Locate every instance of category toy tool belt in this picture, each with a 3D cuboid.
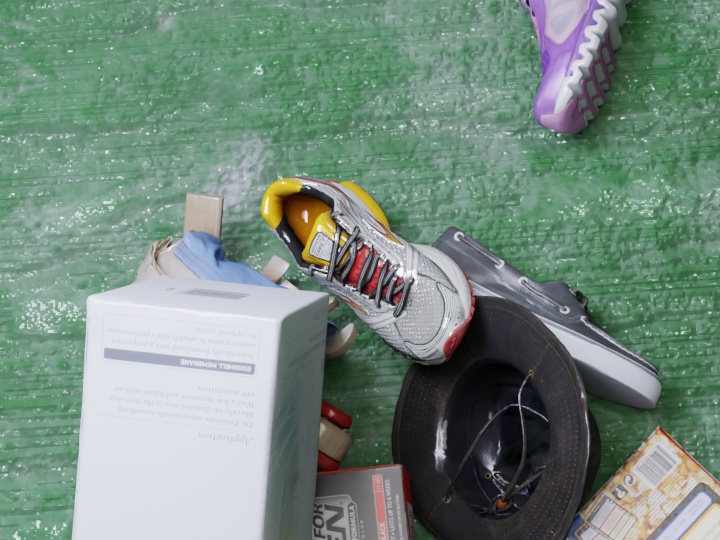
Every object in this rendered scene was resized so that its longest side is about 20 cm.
[{"bbox_3d":[-0.069,0.039,1.414,0.199,0.125,0.123,32,86,12],"label":"toy tool belt"}]

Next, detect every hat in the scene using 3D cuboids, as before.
[{"bbox_3d":[0.113,0.115,1.388,0.081,0.200,0.202,4,68,-38],"label":"hat"}]

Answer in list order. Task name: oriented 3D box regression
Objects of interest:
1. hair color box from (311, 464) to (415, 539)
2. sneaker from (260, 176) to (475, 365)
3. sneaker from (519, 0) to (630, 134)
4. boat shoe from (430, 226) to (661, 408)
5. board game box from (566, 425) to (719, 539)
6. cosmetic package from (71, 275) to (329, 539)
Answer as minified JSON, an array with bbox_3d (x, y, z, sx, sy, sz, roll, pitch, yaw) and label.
[{"bbox_3d":[-0.061,0.197,1.389,0.199,0.061,0.102,-8,77,5],"label":"hair color box"},{"bbox_3d":[0.000,0.000,1.408,0.200,0.082,0.078,38,107,37],"label":"sneaker"},{"bbox_3d":[0.153,-0.195,1.496,0.088,0.081,0.201,12,69,15],"label":"sneaker"},{"bbox_3d":[0.130,0.031,1.430,0.199,0.069,0.057,28,76,14],"label":"boat shoe"},{"bbox_3d":[0.226,0.230,1.371,0.151,0.046,0.200,-44,75,-9],"label":"board game box"},{"bbox_3d":[-0.096,0.114,1.255,0.122,0.199,0.201,6,95,7],"label":"cosmetic package"}]
